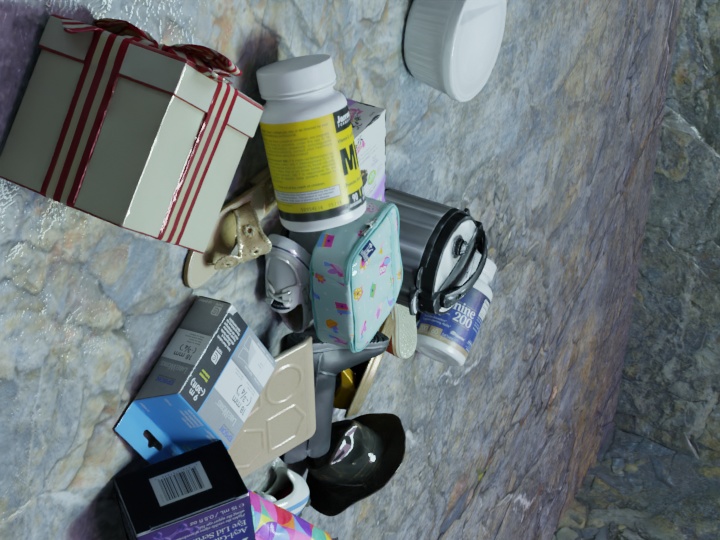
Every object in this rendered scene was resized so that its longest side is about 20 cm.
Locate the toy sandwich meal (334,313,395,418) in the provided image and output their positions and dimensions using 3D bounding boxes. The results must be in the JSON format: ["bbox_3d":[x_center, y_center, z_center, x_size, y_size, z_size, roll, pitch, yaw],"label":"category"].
[{"bbox_3d":[-0.005,0.142,1.947,0.205,0.070,0.206,23,90,-89],"label":"toy sandwich meal"}]

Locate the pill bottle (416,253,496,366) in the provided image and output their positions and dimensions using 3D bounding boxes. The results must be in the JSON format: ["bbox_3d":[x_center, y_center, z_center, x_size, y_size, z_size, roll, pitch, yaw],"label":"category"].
[{"bbox_3d":[0.178,0.067,2.240,0.201,0.111,0.111,-65,156,-14],"label":"pill bottle"}]

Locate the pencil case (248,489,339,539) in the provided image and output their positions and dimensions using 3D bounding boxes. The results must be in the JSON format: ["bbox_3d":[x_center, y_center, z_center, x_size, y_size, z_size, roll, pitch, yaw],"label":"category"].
[{"bbox_3d":[-0.124,0.385,1.752,0.200,0.088,0.089,36,72,-34],"label":"pencil case"}]

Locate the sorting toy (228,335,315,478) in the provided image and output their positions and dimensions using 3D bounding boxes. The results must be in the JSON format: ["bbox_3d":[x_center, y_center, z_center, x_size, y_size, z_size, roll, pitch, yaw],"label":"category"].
[{"bbox_3d":[-0.141,0.201,1.696,0.200,0.036,0.186,-31,137,-34],"label":"sorting toy"}]

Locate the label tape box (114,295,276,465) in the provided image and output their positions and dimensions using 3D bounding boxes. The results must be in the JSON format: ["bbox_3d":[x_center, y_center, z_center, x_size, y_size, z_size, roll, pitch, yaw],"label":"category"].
[{"bbox_3d":[-0.200,0.156,1.512,0.200,0.063,0.144,-61,144,-24],"label":"label tape box"}]

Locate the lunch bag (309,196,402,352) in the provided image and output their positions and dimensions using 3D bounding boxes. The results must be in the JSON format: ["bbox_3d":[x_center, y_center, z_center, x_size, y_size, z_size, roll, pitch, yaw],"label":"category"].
[{"bbox_3d":[0.000,0.000,1.670,0.160,0.077,0.200,-50,151,-38],"label":"lunch bag"}]

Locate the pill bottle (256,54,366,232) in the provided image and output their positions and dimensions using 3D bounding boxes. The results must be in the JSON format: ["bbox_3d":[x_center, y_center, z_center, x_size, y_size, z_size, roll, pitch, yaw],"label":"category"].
[{"bbox_3d":[-0.064,-0.159,1.500,0.114,0.114,0.201,-38,123,-51],"label":"pill bottle"}]

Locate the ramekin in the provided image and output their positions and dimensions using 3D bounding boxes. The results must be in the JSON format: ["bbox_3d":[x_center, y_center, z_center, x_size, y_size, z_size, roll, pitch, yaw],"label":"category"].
[{"bbox_3d":[0.144,-0.371,1.866,0.202,0.094,0.203,-46,147,-43],"label":"ramekin"}]

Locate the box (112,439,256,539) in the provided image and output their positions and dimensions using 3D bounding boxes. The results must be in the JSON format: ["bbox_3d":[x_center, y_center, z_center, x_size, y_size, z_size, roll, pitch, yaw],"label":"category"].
[{"bbox_3d":[-0.214,0.334,1.515,0.148,0.104,0.201,-19,132,-17],"label":"box"}]

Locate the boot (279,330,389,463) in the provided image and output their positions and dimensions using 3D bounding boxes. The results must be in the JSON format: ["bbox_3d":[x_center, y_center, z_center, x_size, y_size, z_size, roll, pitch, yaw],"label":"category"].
[{"bbox_3d":[-0.046,0.189,1.830,0.164,0.066,0.201,-1,110,-21],"label":"boot"}]

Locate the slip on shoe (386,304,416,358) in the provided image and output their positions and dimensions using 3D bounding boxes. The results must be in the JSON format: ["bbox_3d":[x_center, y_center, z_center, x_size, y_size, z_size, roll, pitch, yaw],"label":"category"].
[{"bbox_3d":[0.057,0.048,2.035,0.074,0.061,0.201,-12,105,-49],"label":"slip on shoe"}]

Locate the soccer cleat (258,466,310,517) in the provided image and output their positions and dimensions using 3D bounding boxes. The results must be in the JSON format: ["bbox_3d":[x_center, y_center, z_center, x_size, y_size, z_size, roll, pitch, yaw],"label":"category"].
[{"bbox_3d":[-0.150,0.389,1.834,0.200,0.070,0.086,-59,136,-30],"label":"soccer cleat"}]

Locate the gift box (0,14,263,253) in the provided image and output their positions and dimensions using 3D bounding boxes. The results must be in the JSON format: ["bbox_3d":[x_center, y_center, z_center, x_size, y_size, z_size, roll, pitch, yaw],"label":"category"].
[{"bbox_3d":[-0.214,-0.138,1.146,0.187,0.184,0.200,-69,163,-1],"label":"gift box"}]

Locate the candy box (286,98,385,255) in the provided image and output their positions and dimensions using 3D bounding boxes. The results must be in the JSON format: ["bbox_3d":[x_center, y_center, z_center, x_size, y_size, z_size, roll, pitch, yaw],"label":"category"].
[{"bbox_3d":[-0.033,-0.114,1.696,0.168,0.071,0.201,-46,147,-44],"label":"candy box"}]

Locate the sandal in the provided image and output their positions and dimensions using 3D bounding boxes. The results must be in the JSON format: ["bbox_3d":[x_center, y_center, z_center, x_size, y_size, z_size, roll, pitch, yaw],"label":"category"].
[{"bbox_3d":[-0.136,-0.052,1.518,0.212,0.069,0.078,-54,151,-35],"label":"sandal"}]

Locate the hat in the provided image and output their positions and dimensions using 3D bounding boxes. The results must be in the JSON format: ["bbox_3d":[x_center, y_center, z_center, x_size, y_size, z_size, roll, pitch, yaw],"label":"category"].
[{"bbox_3d":[-0.029,0.284,1.912,0.081,0.200,0.201,47,59,-30],"label":"hat"}]

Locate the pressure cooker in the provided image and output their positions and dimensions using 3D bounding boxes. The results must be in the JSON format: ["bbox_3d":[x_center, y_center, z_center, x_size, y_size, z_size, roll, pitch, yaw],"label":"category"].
[{"bbox_3d":[0.095,-0.023,1.883,0.179,0.199,0.177,-2,108,-66],"label":"pressure cooker"}]

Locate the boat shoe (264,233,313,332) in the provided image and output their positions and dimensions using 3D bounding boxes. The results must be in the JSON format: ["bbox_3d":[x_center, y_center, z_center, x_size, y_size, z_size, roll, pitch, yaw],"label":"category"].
[{"bbox_3d":[-0.099,0.025,1.663,0.200,0.071,0.070,77,35,-61],"label":"boat shoe"}]
